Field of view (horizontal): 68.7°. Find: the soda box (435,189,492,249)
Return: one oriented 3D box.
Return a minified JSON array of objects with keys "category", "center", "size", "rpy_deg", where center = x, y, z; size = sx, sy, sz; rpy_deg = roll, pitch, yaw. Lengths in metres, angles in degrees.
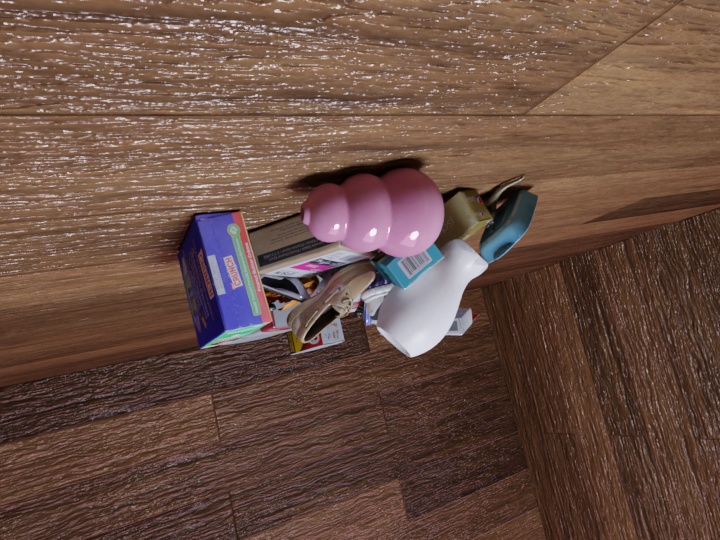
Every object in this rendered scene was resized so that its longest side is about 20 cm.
[{"category":"soda box","center":[0.150,-0.067,1.002],"size":[0.064,0.068,0.200],"rpy_deg":[-15,161,-48]}]

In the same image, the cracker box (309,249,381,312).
[{"category":"cracker box","center":[0.000,0.000,1.097],"size":[0.201,0.058,0.133],"rpy_deg":[-50,159,17]}]

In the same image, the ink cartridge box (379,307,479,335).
[{"category":"ink cartridge box","center":[0.164,0.108,1.232],"size":[0.197,0.044,0.173],"rpy_deg":[-4,-170,27]}]

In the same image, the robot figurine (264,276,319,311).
[{"category":"robot figurine","center":[-0.189,0.039,1.103],"size":[0.197,0.146,0.059],"rpy_deg":[-22,136,-11]}]

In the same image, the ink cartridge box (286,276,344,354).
[{"category":"ink cartridge box","center":[-0.147,0.107,1.364],"size":[0.174,0.203,0.083],"rpy_deg":[-22,167,40]}]

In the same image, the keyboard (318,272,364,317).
[{"category":"keyboard","center":[-0.024,0.051,1.280],"size":[0.021,0.199,0.127],"rpy_deg":[-53,178,-39]}]

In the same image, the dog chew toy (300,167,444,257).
[{"category":"dog chew toy","center":[0.015,-0.081,0.734],"size":[0.196,0.127,0.124],"rpy_deg":[-1,168,-19]}]

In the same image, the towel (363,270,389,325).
[{"category":"towel","center":[0.104,0.046,1.126],"size":[0.197,0.024,0.147],"rpy_deg":[-10,131,-19]}]

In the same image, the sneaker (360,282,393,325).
[{"category":"sneaker","center":[0.101,0.056,1.056],"size":[0.197,0.081,0.074],"rpy_deg":[-15,171,-9]}]

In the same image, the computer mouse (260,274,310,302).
[{"category":"computer mouse","center":[-0.181,0.014,1.026],"size":[0.197,0.045,0.110],"rpy_deg":[19,170,10]}]

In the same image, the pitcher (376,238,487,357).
[{"category":"pitcher","center":[0.115,0.049,0.935],"size":[0.201,0.121,0.172],"rpy_deg":[-49,-177,-11]}]

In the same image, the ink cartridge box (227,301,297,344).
[{"category":"ink cartridge box","center":[-0.238,0.083,1.259],"size":[0.198,0.148,0.144],"rpy_deg":[-20,169,35]}]

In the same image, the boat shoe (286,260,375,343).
[{"category":"boat shoe","center":[-0.043,0.061,0.992],"size":[0.199,0.065,0.072],"rpy_deg":[-39,140,-9]}]

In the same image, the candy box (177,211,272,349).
[{"category":"candy box","center":[-0.219,0.022,0.819],"size":[0.076,0.172,0.200],"rpy_deg":[-12,172,-28]}]

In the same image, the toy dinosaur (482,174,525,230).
[{"category":"toy dinosaur","center":[0.246,-0.116,1.031],"size":[0.089,0.047,0.200],"rpy_deg":[-58,-177,-21]}]

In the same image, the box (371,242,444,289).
[{"category":"box","center":[0.074,-0.020,0.893],"size":[0.082,0.049,0.200],"rpy_deg":[-39,-174,-3]}]

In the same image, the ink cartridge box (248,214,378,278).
[{"category":"ink cartridge box","center":[-0.077,-0.045,0.940],"size":[0.162,0.076,0.199],"rpy_deg":[-18,172,19]}]

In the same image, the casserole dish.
[{"category":"casserole dish","center":[0.287,-0.094,1.039],"size":[0.121,0.039,0.200],"rpy_deg":[-45,-174,41]}]
